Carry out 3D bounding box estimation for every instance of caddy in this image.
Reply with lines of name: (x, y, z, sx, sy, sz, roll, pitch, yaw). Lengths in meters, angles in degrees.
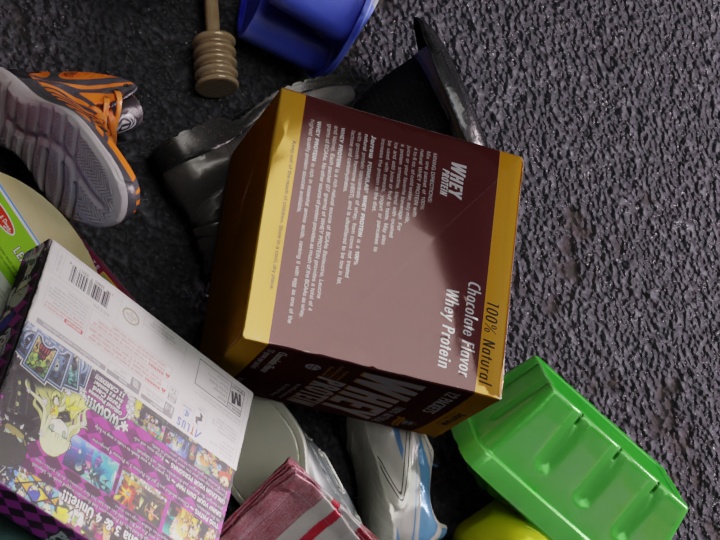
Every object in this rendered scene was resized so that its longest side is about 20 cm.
caddy: (-0.027, -0.261, 1.444, 0.105, 0.141, 0.201, 20, 63, -21)

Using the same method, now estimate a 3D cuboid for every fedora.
fedora: (0.047, -0.115, 1.430, 0.091, 0.201, 0.201, -22, 83, 0)

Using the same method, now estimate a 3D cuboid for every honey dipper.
honey dipper: (-0.128, -0.242, 1.442, 0.038, 0.038, 0.201, 8, 64, -30)

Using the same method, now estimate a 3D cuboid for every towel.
towel: (-0.032, 0.256, 1.271, 0.200, 0.023, 0.144, 44, 91, -11)

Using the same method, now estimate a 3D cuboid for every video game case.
video game case: (-0.165, 0.106, 1.128, 0.200, 0.036, 0.182, 40, 43, -32)

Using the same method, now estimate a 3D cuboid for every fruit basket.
fruit basket: (0.140, 0.205, 1.396, 0.214, 0.156, 0.217, -1, 104, -3)

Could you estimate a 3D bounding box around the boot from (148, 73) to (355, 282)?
boot: (-0.068, -0.074, 1.401, 0.199, 0.070, 0.132, -27, 90, -25)

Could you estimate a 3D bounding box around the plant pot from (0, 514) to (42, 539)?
plant pot: (-0.247, 0.259, 1.086, 0.200, 0.200, 0.188, 33, 44, -17)

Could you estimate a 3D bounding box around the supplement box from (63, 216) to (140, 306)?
supplement box: (-0.203, 0.078, 1.237, 0.200, 0.086, 0.110, 51, 54, -5)

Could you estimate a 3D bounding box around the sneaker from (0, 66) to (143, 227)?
sneaker: (-0.197, -0.104, 1.271, 0.112, 0.078, 0.200, -11, 40, -41)

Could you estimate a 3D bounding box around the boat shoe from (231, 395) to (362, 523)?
boat shoe: (-0.052, 0.170, 1.326, 0.200, 0.073, 0.062, 57, 10, 7)

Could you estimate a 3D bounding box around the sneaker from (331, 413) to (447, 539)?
sneaker: (0.023, 0.128, 1.371, 0.072, 0.072, 0.201, -1, 75, -34)

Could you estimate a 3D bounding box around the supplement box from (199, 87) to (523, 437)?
supplement box: (0.000, 0.000, 1.286, 0.199, 0.133, 0.198, 14, 68, -16)

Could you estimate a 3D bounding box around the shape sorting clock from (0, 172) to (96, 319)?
shape sorting clock: (-0.261, 0.025, 1.144, 0.199, 0.039, 0.201, 11, 70, -32)
